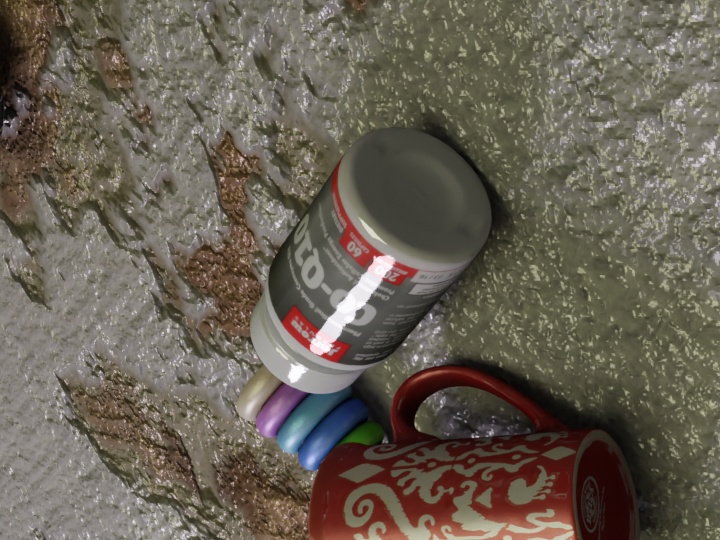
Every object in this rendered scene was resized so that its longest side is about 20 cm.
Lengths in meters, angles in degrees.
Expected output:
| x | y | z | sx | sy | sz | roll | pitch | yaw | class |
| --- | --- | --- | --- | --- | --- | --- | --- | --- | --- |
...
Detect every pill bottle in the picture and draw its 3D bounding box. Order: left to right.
| x | y | z | sx | sy | sz | roll | pitch | yaw | class |
| --- | --- | --- | --- | --- | --- | --- | --- | --- | --- |
| 0.000 | 0.000 | 1.175 | 0.114 | 0.114 | 0.200 | 51 | 139 | 13 | pill bottle |

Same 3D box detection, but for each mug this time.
| x | y | z | sx | sy | sz | roll | pitch | yaw | class |
| --- | --- | --- | --- | --- | --- | --- | --- | --- | --- |
| 0.078 | 0.154 | 1.149 | 0.199 | 0.133 | 0.178 | -11 | 87 | 32 | mug |

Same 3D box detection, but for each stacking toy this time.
| x | y | z | sx | sy | sz | roll | pitch | yaw | class |
| --- | --- | --- | --- | --- | --- | --- | --- | --- | --- |
| -0.002 | 0.147 | 1.300 | 0.200 | 0.085 | 0.085 | 44 | 137 | 10 | stacking toy |

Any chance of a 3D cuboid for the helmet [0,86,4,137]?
| x | y | z | sx | sy | sz | roll | pitch | yaw | class |
| --- | --- | --- | --- | --- | --- | --- | --- | --- | --- |
| -0.416 | -0.153 | 1.479 | 0.200 | 0.190 | 0.201 | -173 | 90 | -70 | helmet |
